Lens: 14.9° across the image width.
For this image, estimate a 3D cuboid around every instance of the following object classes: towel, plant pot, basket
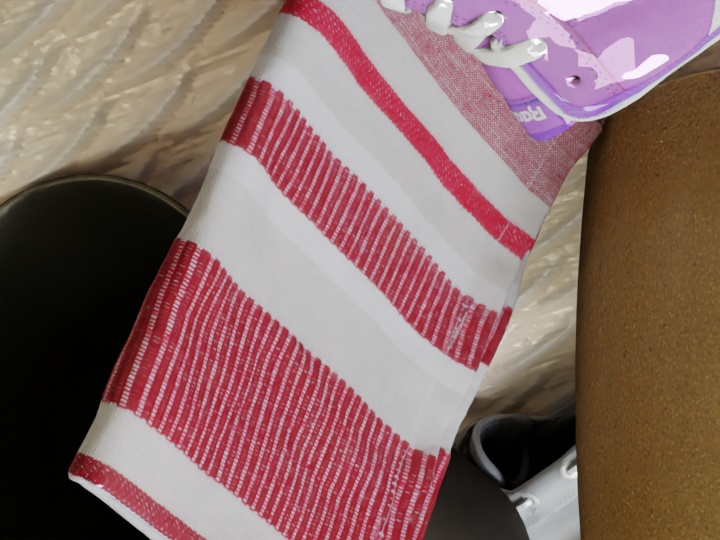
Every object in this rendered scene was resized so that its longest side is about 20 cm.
[{"bbox_3d":[0.000,0.000,0.795,0.023,0.200,0.144,10,158,37],"label":"towel"},{"bbox_3d":[0.143,0.069,0.849,0.186,0.200,0.186,12,157,5],"label":"plant pot"},{"bbox_3d":[-0.037,0.082,0.920,0.136,0.181,0.200,-38,142,13],"label":"basket"}]

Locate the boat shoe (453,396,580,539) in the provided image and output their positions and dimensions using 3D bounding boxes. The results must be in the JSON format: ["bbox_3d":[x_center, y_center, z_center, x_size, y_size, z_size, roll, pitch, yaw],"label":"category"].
[{"bbox_3d":[0.064,0.081,1.022,0.069,0.072,0.200,46,137,-15],"label":"boat shoe"}]

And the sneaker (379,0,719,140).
[{"bbox_3d":[0.013,-0.081,0.728,0.200,0.073,0.115,-9,112,1],"label":"sneaker"}]
